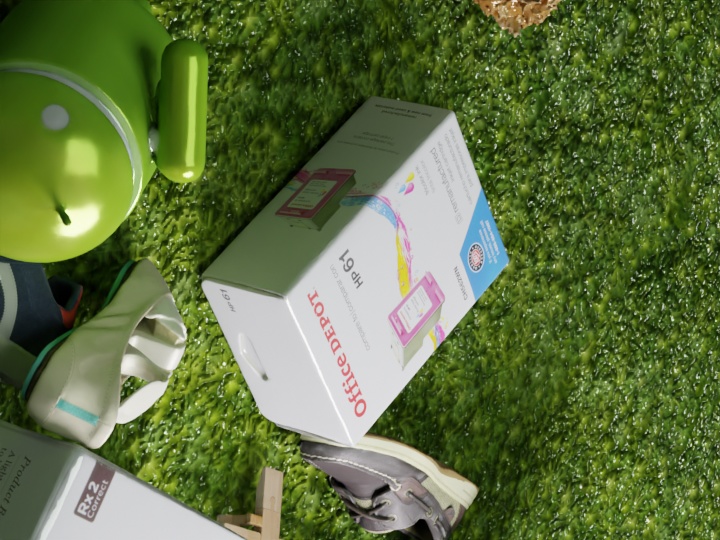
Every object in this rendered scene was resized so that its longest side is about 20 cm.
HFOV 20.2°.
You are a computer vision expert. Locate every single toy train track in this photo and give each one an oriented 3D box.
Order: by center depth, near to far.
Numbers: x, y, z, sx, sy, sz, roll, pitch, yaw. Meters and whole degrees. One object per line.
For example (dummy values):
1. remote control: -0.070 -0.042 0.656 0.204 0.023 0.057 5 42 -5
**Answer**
1. toy train track: -0.055 0.206 1.424 0.200 0.032 0.115 28 61 -56

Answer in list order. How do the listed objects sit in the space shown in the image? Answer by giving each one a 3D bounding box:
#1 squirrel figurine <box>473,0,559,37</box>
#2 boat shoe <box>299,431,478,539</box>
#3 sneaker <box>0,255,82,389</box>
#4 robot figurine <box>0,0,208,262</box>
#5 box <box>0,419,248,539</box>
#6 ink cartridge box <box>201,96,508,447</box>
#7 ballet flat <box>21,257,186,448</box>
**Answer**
1. squirrel figurine: 0.132 -0.270 1.459 0.200 0.141 0.187 -51 146 -8
2. boat shoe: 0.021 0.160 1.468 0.200 0.073 0.065 29 73 -49
3. sneaker: -0.226 -0.004 1.137 0.085 0.075 0.200 -64 148 -13
4. robot figurine: -0.166 -0.082 1.119 0.200 0.175 0.116 -70 161 -54
5. box: -0.187 0.211 1.194 0.200 0.130 0.199 37 72 -47
6. ink cartridge box: 0.000 0.000 1.390 0.200 0.084 0.145 -48 132 -29
7. ballet flat: -0.139 0.050 1.194 0.200 0.069 0.070 -58 146 -66
